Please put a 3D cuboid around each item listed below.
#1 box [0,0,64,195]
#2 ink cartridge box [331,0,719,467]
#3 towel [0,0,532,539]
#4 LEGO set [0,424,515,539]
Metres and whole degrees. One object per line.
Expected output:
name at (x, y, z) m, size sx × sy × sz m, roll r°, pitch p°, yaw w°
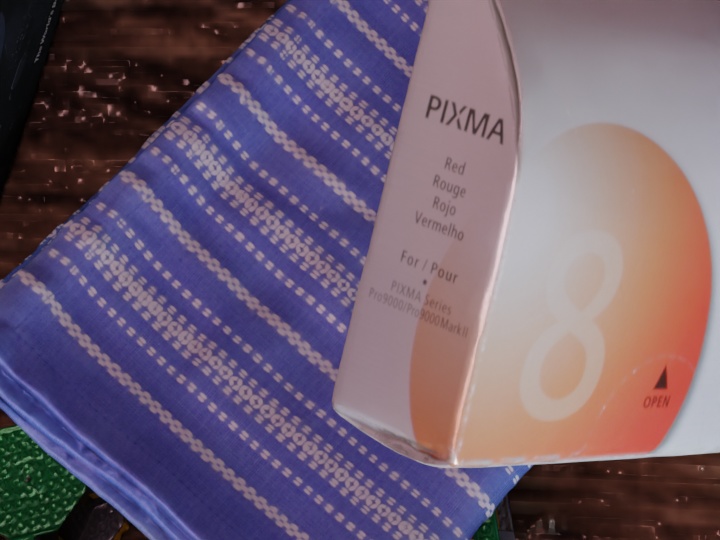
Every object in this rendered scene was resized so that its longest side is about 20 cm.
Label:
box at (-0.155, -0.079, 0.793) m, size 0.086 × 0.164 × 0.201 m, roll 24°, pitch 105°, yaw 12°
ink cartridge box at (0.082, -0.050, 0.710) m, size 0.050 × 0.162 × 0.201 m, roll 26°, pitch 106°, yaw 38°
towel at (0.000, 0.000, 0.768) m, size 0.145 × 0.024 × 0.200 m, roll 41°, pitch 67°, yaw 6°
LEGO set at (-0.016, 0.106, 0.827) m, size 0.199 × 0.116 × 0.155 m, roll -22°, pitch 63°, yaw 6°
